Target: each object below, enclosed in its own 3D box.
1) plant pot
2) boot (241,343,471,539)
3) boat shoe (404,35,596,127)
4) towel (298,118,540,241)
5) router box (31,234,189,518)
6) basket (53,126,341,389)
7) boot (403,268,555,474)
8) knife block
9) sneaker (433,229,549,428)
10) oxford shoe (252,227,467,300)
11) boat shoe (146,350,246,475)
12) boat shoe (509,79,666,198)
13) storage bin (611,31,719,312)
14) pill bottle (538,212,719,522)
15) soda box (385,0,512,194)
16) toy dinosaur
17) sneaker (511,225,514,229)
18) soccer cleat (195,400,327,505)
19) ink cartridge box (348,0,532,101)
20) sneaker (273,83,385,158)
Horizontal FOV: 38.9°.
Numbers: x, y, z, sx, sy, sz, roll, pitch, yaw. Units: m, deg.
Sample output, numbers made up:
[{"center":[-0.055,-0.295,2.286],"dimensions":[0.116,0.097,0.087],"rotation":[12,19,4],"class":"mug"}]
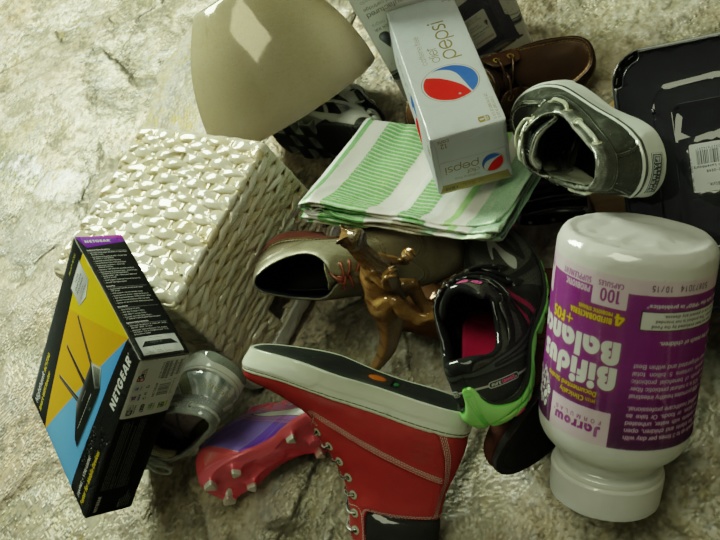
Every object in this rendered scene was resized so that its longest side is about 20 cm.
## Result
[{"center":[-0.101,-0.231,1.069],"dimensions":[0.198,0.136,0.201],"rotation":[-28,18,10],"class":"plant pot"},{"center":[-0.019,0.148,0.828],"dimensions":[0.197,0.072,0.147],"rotation":[19,101,16],"class":"boot"},{"center":[0.137,-0.175,0.991],"dimensions":[0.197,0.068,0.073],"rotation":[-20,87,5],"class":"boat shoe"},{"center":[0.059,-0.085,0.904],"dimensions":[0.197,0.024,0.153],"rotation":[8,44,30],"class":"towel"},{"center":[-0.226,0.093,0.897],"dimensions":[0.150,0.050,0.202],"rotation":[52,131,34],"class":"router box"},{"center":[-0.161,-0.021,1.018],"dimensions":[0.198,0.161,0.200],"rotation":[13,66,37],"class":"basket"},{"center":[0.098,0.061,0.873],"dimensions":[0.198,0.068,0.190],"rotation":[18,72,40],"class":"boot"},{"center":[0.232,-0.082,0.896],"dimensions":[0.175,0.064,0.200],"rotation":[-44,48,-3],"class":"knife block"},{"center":[0.102,0.026,0.800],"dimensions":[0.076,0.084,0.202],"rotation":[-19,37,23],"class":"sneaker"},{"center":[0.000,0.000,0.900],"dimensions":[0.197,0.072,0.075],"rotation":[-8,19,15],"class":"oxford shoe"},{"center":[-0.174,0.140,0.924],"dimensions":[0.201,0.074,0.065],"rotation":[-34,24,43],"class":"boat shoe"},{"center":[0.155,-0.105,0.790],"dimensions":[0.063,0.072,0.200],"rotation":[-5,19,-17],"class":"boat shoe"},{"center":[0.276,-0.071,0.782],"dimensions":[0.133,0.093,0.204],"rotation":[-7,88,26],"class":"storage bin"},{"center":[0.185,0.069,0.726],"dimensions":[0.110,0.203,0.112],"rotation":[2,18,-1],"class":"pill bottle"},{"center":[0.075,-0.160,0.902],"dimensions":[0.067,0.064,0.202],"rotation":[-15,45,2],"class":"soda box"},{"center":[0.027,0.030,0.872],"dimensions":[0.104,0.202,0.061],"rotation":[3,42,16],"class":"toy dinosaur"},{"center":[0.065,-0.083,0.990],"dimensions":[0.197,0.082,0.089],"rotation":[7,57,26],"class":"sneaker"},{"center":[-0.064,0.138,0.916],"dimensions":[0.198,0.067,0.077],"rotation":[-29,44,13],"class":"soccer cleat"},{"center":[0.081,-0.260,1.017],"dimensions":[0.143,0.200,0.085],"rotation":[-23,52,13],"class":"ink cartridge box"},{"center":[-0.008,-0.163,1.083],"dimensions":[0.198,0.074,0.089],"rotation":[19,65,42],"class":"sneaker"}]
